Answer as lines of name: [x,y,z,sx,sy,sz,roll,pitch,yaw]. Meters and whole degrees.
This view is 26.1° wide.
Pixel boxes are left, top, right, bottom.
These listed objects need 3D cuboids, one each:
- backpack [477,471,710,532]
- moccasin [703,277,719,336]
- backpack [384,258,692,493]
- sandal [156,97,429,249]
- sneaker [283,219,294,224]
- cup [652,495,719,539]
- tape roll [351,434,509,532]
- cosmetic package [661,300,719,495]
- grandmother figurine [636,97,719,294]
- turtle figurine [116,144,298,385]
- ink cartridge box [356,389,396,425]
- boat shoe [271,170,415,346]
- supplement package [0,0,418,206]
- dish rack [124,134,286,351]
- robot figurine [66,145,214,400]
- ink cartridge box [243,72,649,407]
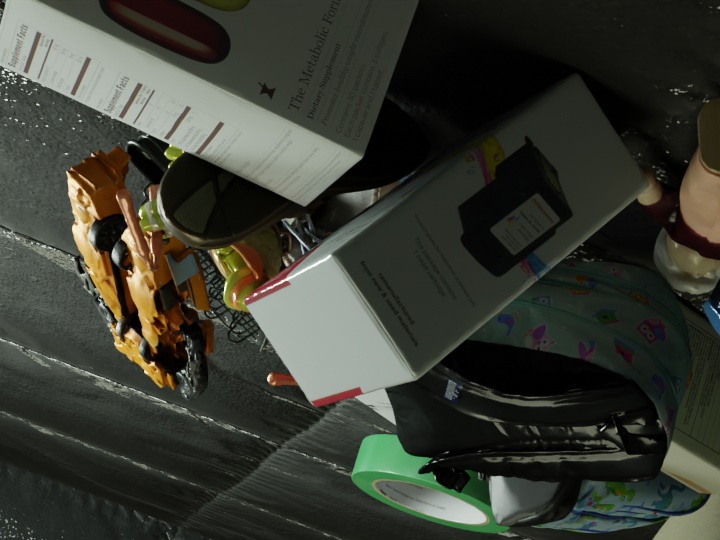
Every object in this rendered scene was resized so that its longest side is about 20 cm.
backpack: [0.203,0.146,1.296,0.152,0.165,0.200,-11,154,30]
moccasin: [0.288,0.008,0.874,0.198,0.081,0.069,-11,138,-32]
backpack: [0.117,0.064,1.030,0.198,0.127,0.168,3,142,26]
sandal: [-0.043,-0.058,0.947,0.082,0.199,0.055,51,143,10]
sneaker: [0.000,0.000,1.172,0.198,0.082,0.075,10,161,28]
cup: [0.371,0.299,1.557,0.198,0.145,0.201,16,161,6]
tape roll: [0.089,0.254,1.846,0.198,0.049,0.201,17,161,6]
cosmetic package: [0.232,0.088,1.179,0.199,0.106,0.071,32,158,-30]
grandmother figurine: [0.219,-0.034,0.936,0.121,0.061,0.200,34,166,8]
turtle figurine: [-0.084,-0.026,0.983,0.200,0.064,0.162,42,-164,-35]
ink cartridge box: [0.080,0.095,1.365,0.145,0.085,0.200,2,154,41]
boat shoe: [-0.016,-0.012,1.058,0.072,0.072,0.201,-10,134,-28]
supplement package: [-0.086,-0.136,0.851,0.198,0.115,0.109,24,161,-13]
dish rack: [-0.116,-0.014,1.189,0.154,0.054,0.200,47,153,12]
robot figurine: [-0.159,0.010,1.164,0.145,0.058,0.201,38,152,29]
ink cartridge box: [0.049,-0.016,0.911,0.083,0.199,0.146,55,153,-5]
